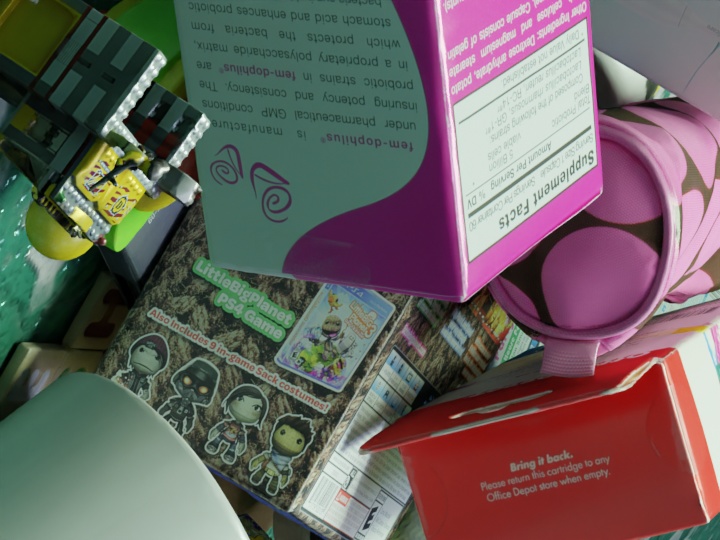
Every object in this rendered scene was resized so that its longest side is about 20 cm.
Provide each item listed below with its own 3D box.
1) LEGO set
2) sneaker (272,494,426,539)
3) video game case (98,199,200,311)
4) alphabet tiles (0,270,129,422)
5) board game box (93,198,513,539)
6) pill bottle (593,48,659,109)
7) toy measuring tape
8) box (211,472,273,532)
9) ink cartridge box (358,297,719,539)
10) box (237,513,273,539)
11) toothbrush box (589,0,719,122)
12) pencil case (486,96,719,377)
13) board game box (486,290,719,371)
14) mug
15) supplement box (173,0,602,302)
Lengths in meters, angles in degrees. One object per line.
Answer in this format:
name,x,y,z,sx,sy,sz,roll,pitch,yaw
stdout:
LEGO set,-0.121,-0.037,0.685,0.154,0.116,0.200,-52,161,-16
sneaker,0.039,0.122,1.162,0.200,0.113,0.076,-160,-98,-69
video game case,-0.047,-0.035,1.026,0.143,0.019,0.200,-56,161,-17
alphabet tiles,-0.131,0.089,1.045,0.200,0.008,0.167,-60,162,8
board game box,0.000,0.000,1.020,0.200,0.097,0.159,-60,163,-6
pill bottle,0.126,-0.162,1.126,0.200,0.114,0.114,-49,160,-22
toy measuring tape,-0.050,-0.086,0.872,0.200,0.073,0.074,-52,161,-15
box,-0.095,0.134,1.175,0.200,0.021,0.164,-48,162,-34
ink cartridge box,0.092,0.066,1.006,0.116,0.068,0.200,-16,-177,26
box,-0.065,0.250,1.087,0.122,0.193,0.200,-15,143,-54
toothbrush box,0.118,-0.161,0.968,0.085,0.200,0.147,-26,143,-57
pencil case,0.108,-0.019,0.993,0.200,0.090,0.094,-17,102,-65
board game box,0.100,0.013,1.225,0.200,0.064,0.148,40,70,-55
mug,-0.129,0.152,0.928,0.153,0.149,0.187,-30,131,-31
supplement box,0.006,-0.103,0.812,0.103,0.101,0.201,-34,125,-50
